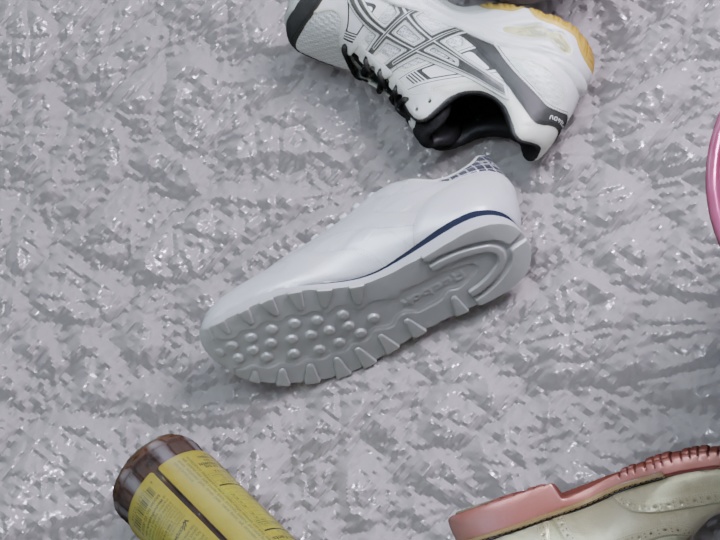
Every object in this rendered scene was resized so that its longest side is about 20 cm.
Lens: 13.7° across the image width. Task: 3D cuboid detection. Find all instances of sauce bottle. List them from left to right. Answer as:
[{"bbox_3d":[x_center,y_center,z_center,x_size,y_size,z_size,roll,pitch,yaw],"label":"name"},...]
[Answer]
[{"bbox_3d":[-0.058,0.172,1.660,0.065,0.065,0.200,-44,56,-4],"label":"sauce bottle"}]

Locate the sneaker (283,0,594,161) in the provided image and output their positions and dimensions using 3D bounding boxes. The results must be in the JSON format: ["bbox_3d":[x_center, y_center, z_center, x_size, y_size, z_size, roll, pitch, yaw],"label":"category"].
[{"bbox_3d":[0.034,-0.118,1.768,0.200,0.076,0.088,12,69,27],"label":"sneaker"}]

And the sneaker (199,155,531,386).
[{"bbox_3d":[0.000,0.000,1.731,0.200,0.076,0.081,-21,47,6],"label":"sneaker"}]

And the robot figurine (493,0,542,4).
[{"bbox_3d":[0.111,-0.249,1.769,0.125,0.150,0.200,21,61,18],"label":"robot figurine"}]

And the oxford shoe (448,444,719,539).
[{"bbox_3d":[0.151,0.138,1.603,0.200,0.071,0.074,-16,84,13],"label":"oxford shoe"}]

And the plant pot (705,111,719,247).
[{"bbox_3d":[0.293,-0.020,1.549,0.200,0.179,0.200,-9,61,17],"label":"plant pot"}]
